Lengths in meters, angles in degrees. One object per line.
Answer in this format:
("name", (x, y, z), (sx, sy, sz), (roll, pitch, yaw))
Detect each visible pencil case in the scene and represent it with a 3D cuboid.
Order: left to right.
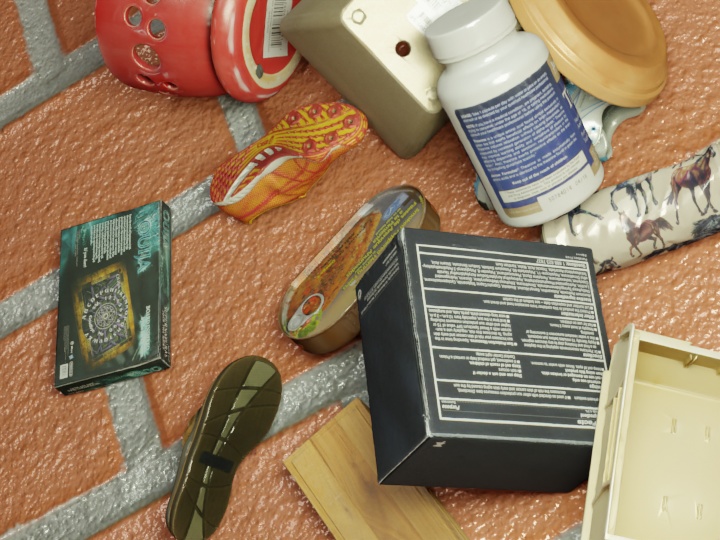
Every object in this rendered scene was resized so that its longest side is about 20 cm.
("pencil case", (0.263, -0.055, 1.585), (0.199, 0.078, 0.090), (-20, 71, 17))

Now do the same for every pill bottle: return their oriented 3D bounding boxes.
("pill bottle", (0.139, -0.151, 1.557), (0.110, 0.201, 0.111), (-25, 20, 10))

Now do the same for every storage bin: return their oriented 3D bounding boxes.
("storage bin", (0.298, 0.158, 1.389), (0.198, 0.094, 0.200), (13, 67, -3))

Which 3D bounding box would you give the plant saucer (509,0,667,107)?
("plant saucer", (0.228, -0.248, 1.636), (0.037, 0.199, 0.201), (-44, 47, 37))

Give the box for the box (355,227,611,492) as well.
("box", (0.112, 0.085, 1.497), (0.123, 0.198, 0.200), (128, 142, -53))

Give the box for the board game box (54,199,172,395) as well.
("board game box", (-0.270, 0.029, 1.843), (0.134, 0.028, 0.201), (-15, 58, 19))

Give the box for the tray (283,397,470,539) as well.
("tray", (0.017, 0.224, 1.589), (0.099, 0.037, 0.200), (-41, 54, 2))

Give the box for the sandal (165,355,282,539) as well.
("sandal", (-0.146, 0.176, 1.686), (0.054, 0.081, 0.201), (9, 74, 54))

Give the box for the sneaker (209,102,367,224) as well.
("sneaker", (-0.069, -0.117, 1.782), (0.199, 0.077, 0.073), (-26, 54, 28))

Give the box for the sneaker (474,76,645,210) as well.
("sneaker", (0.200, -0.125, 1.661), (0.200, 0.075, 0.087), (-44, 59, 0))

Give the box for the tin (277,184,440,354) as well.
("tin", (0.000, 0.000, 1.696), (0.200, 0.042, 0.112), (-47, 29, -2))

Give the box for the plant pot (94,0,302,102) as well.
("plant pot", (-0.167, -0.286, 1.855), (0.181, 0.200, 0.202), (15, 72, 29))

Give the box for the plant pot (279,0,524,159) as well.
("plant pot", (0.058, -0.246, 1.675), (0.200, 0.177, 0.200), (-45, 98, -1))
